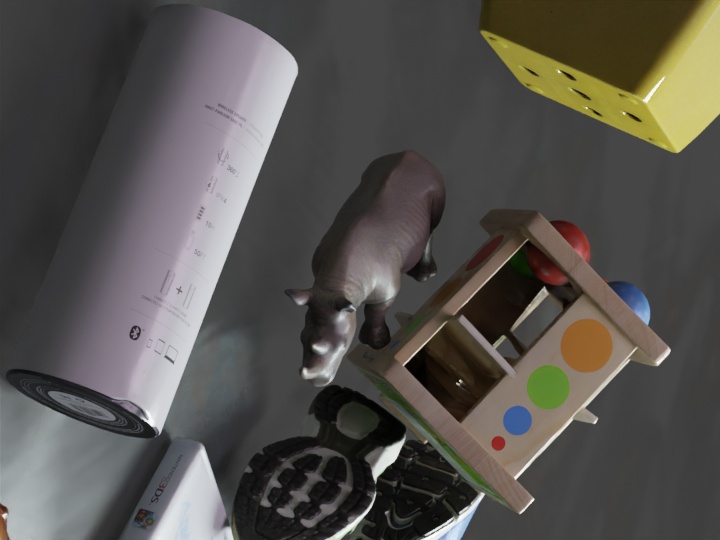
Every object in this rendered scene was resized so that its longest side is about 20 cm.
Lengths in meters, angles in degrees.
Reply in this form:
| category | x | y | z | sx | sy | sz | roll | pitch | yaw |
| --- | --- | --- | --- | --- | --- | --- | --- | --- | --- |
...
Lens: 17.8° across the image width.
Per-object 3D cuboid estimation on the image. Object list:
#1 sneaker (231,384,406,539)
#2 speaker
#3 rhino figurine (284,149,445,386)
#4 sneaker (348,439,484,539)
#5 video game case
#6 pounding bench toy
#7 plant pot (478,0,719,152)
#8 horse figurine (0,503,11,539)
| category | x | y | z | sx | sy | sz | roll | pitch | yaw |
| --- | --- | --- | --- | --- | --- | --- | --- | --- | --- |
| sneaker | -0.029 | 0.147 | 1.404 | 0.200 | 0.077 | 0.089 | -39 | 153 | -63 |
| speaker | -0.098 | -0.026 | 1.111 | 0.081 | 0.081 | 0.201 | 54 | 53 | -63 |
| rhino figurine | 0.000 | 0.000 | 1.400 | 0.200 | 0.059 | 0.088 | -56 | 158 | -47 |
| sneaker | 0.025 | 0.198 | 1.585 | 0.200 | 0.078 | 0.089 | -50 | 155 | -34 |
| video game case | -0.116 | 0.223 | 1.297 | 0.201 | 0.024 | 0.183 | 77 | 33 | -49 |
| pounding bench toy | 0.090 | 0.046 | 1.488 | 0.156 | 0.124 | 0.200 | -46 | -171 | -6 |
| plant pot | 0.194 | -0.200 | 1.610 | 0.177 | 0.199 | 0.200 | -63 | 158 | -4 |
| horse figurine | -0.197 | 0.206 | 1.038 | 0.200 | 0.050 | 0.133 | -47 | 133 | -41 |
